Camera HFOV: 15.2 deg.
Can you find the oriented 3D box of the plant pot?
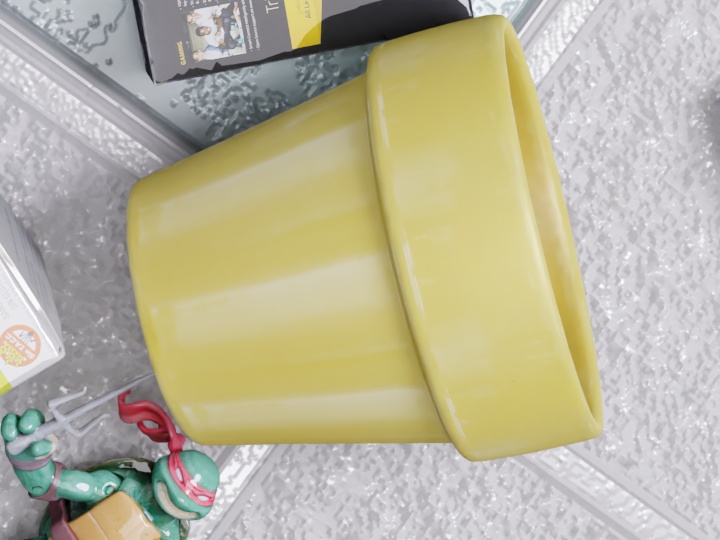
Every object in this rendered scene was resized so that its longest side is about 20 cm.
[{"bbox_3d":[0.000,0.000,1.250,0.188,0.201,0.201,-14,104,8],"label":"plant pot"}]

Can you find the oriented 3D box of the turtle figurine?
[{"bbox_3d":[-0.129,0.140,1.293,0.200,0.101,0.150,-41,84,16],"label":"turtle figurine"}]

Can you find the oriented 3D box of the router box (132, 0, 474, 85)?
[{"bbox_3d":[-0.041,-0.200,1.266,0.157,0.052,0.201,-11,103,-7],"label":"router box"}]

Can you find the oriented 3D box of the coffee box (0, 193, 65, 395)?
[{"bbox_3d":[-0.270,-0.014,1.187,0.197,0.200,0.200,-33,105,-1],"label":"coffee box"}]
